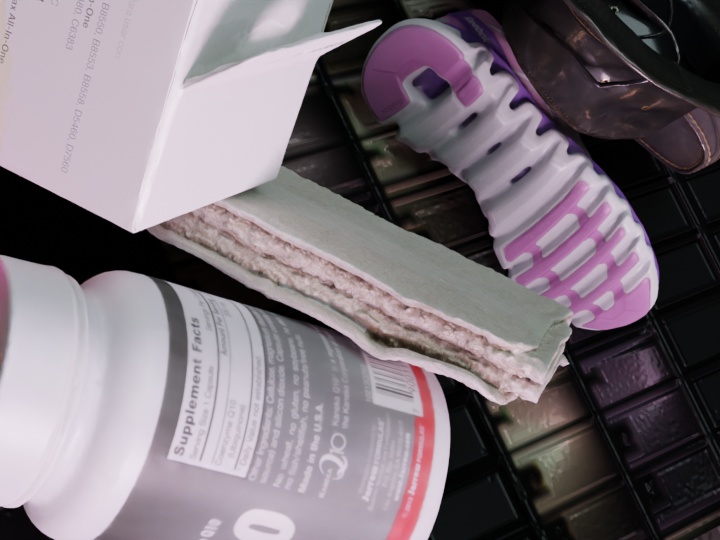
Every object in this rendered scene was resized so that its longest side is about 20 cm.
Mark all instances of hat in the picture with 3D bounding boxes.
[{"bbox_3d":[0.131,-0.113,1.003,0.200,0.081,0.201,29,29,-18],"label":"hat"}]

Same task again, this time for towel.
[{"bbox_3d":[0.000,0.000,0.882,0.200,0.035,0.133,27,12,9],"label":"towel"}]

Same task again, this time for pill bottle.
[{"bbox_3d":[-0.073,0.066,0.822,0.199,0.114,0.114,17,59,-28],"label":"pill bottle"}]

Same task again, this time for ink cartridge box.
[{"bbox_3d":[-0.105,-0.111,0.804,0.200,0.126,0.128,27,24,18],"label":"ink cartridge box"}]

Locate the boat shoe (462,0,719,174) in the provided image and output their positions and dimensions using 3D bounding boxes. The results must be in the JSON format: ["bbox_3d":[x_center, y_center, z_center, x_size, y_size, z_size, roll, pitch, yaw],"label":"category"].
[{"bbox_3d":[0.117,-0.122,1.091,0.200,0.075,0.073,45,61,1],"label":"boat shoe"}]

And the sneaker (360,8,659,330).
[{"bbox_3d":[0.091,-0.061,1.034,0.200,0.080,0.088,50,34,-7],"label":"sneaker"}]
